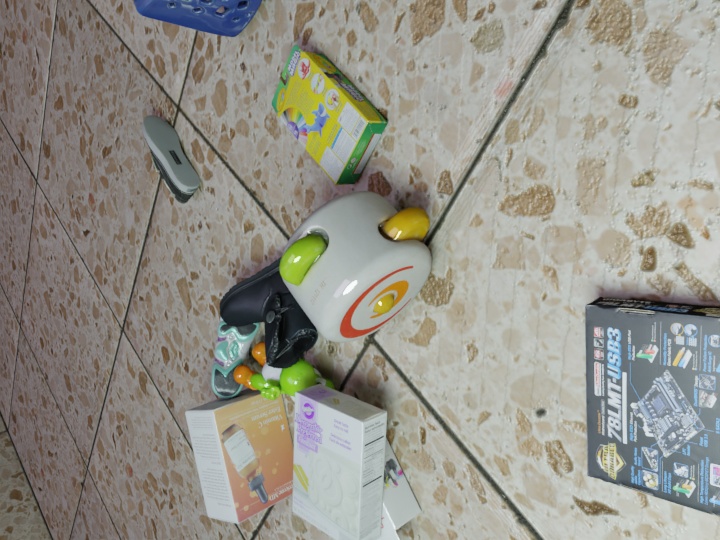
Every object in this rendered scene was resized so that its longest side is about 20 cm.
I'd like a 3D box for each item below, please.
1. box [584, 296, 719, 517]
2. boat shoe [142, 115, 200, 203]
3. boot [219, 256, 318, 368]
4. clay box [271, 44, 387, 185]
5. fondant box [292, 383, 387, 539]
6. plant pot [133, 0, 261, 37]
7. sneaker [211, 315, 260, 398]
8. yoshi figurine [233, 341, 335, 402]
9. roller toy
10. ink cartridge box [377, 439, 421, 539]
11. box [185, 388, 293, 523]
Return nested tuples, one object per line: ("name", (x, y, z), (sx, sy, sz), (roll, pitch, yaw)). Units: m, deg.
("box", (0.329, 0.135, 0.593), (0.197, 0.049, 0.202), (4, 102, 45))
("boat shoe", (-0.403, -0.230, 1.230), (0.064, 0.070, 0.201), (-44, 70, 39))
("boot", (-0.160, 0.090, 0.993), (0.199, 0.076, 0.169), (-34, 49, 25))
("clay box", (-0.054, -0.238, 0.897), (0.200, 0.047, 0.115), (53, 130, 25))
("fondant box", (-0.035, 0.289, 0.886), (0.143, 0.058, 0.202), (12, 103, 42))
("plant pot", (-0.241, -0.511, 0.926), (0.179, 0.199, 0.202), (-14, 88, 40))
("sneaker", (-0.249, 0.142, 1.154), (0.140, 0.077, 0.202), (155, 131, -74))
("yoshi figurine", (-0.133, 0.176, 1.023), (0.199, 0.111, 0.114), (10, 99, 40))
("roller toy", (0.000, 0.000, 0.800), (0.140, 0.199, 0.183), (51, 164, 25))
("ink cartridge box", (0.016, 0.352, 0.935), (0.115, 0.067, 0.201), (-40, 69, 41))
("box", (-0.215, 0.334, 1.102), (0.106, 0.152, 0.202), (-14, 89, 44))
